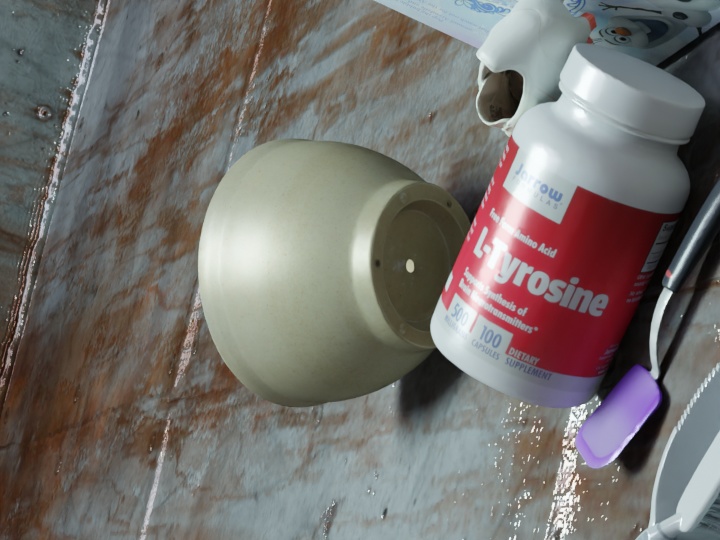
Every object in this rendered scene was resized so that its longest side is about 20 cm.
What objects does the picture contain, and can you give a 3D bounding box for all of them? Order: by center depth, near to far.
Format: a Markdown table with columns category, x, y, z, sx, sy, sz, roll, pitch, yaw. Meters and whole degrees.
| category | x | y | z | sx | sy | sz | roll | pitch | yaw |
| --- | --- | --- | --- | --- | --- | --- | --- | --- | --- |
| dustpan and brush | 0.174 | 0.124 | 1.122 | 0.140 | 0.057 | 0.200 | -99 | 31 | -53 |
| spatula | 0.177 | 0.026 | 1.265 | 0.057 | 0.021 | 0.200 | -115 | 45 | -66 |
| pill bottle | 0.127 | -0.028 | 1.312 | 0.112 | 0.112 | 0.200 | -114 | 43 | -64 |
| board game box | 0.114 | -0.189 | 1.350 | 0.199 | 0.200 | 0.043 | -35 | 36 | 62 |
| soccer cleat | 0.108 | -0.105 | 1.378 | 0.069 | 0.078 | 0.200 | 50 | 168 | 27 |
| planter bowl | 0.000 | 0.000 | 1.587 | 0.135 | 0.200 | 0.201 | -2 | 70 | 43 |
